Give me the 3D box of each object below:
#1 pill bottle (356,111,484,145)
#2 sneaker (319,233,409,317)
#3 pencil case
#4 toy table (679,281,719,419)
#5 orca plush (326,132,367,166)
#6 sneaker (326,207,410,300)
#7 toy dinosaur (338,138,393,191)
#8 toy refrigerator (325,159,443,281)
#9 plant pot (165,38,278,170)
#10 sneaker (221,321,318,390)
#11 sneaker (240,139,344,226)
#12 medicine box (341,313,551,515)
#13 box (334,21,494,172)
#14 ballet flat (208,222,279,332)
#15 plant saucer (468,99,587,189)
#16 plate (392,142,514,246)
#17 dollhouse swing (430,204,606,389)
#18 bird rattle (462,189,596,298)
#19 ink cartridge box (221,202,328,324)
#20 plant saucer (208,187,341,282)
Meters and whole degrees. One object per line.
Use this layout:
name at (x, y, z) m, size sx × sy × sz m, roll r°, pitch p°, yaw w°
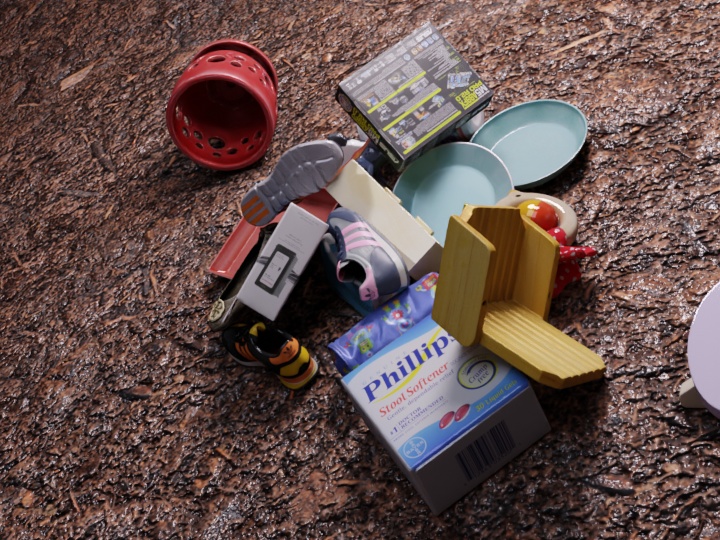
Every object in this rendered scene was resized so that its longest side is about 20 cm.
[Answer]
pill bottle at (0.097, -0.260, 1.850) m, size 0.198 × 0.112 × 0.112 m, roll -8°, pitch 44°, yaw 25°
sneaker at (0.000, 0.000, 1.673) m, size 0.080 × 0.077 × 0.200 m, roll -24°, pitch 39°, yaw -18°
pencil case at (0.053, 0.085, 1.538) m, size 0.199 × 0.078 × 0.087 m, roll -35°, pitch 50°, yaw -7°
toy table at (0.444, 0.112, 1.242) m, size 0.182 × 0.118 × 0.201 m, roll 8°, pitch 52°, yaw 36°
orca plush at (-0.043, -0.175, 1.886) m, size 0.199 × 0.106 × 0.071 m, roll -32°, pitch 7°, yaw 24°
sneaker at (-0.012, -0.026, 1.587) m, size 0.081 × 0.071 × 0.200 m, roll -26°, pitch 38°, yaw -19°
toy dinosaur at (0.023, -0.183, 1.793) m, size 0.179 × 0.105 × 0.203 m, roll -13°, pitch 71°, yaw 15°
toy refrigerator at (0.043, -0.075, 1.650) m, size 0.070 × 0.076 × 0.200 m, roll -46°, pitch 61°, yaw 5°
plant pot at (-0.250, -0.314, 2.057) m, size 0.198 × 0.202 × 0.183 m, roll -17°, pitch 33°, yaw 14°
sneaker at (-0.145, 0.101, 1.629) m, size 0.199 × 0.090 × 0.070 m, roll 23°, pitch 61°, yaw 44°
sneaker at (-0.096, -0.150, 1.727) m, size 0.199 × 0.078 × 0.112 m, roll -30°, pitch 6°, yaw 26°
medicine box at (0.104, 0.169, 1.397) m, size 0.181 × 0.103 × 0.200 m, roll -35°, pitch 40°, yaw -7°
box at (0.084, -0.272, 1.720) m, size 0.199 × 0.044 × 0.161 m, roll -38°, pitch 80°, yaw -21°
ballet flat at (-0.179, 0.006, 1.720) m, size 0.067 × 0.046 × 0.201 m, roll 17°, pitch 68°, yaw 51°
plant saucer at (0.263, -0.190, 1.736) m, size 0.198 × 0.036 × 0.201 m, roll -17°, pitch 42°, yaw 15°
plate at (0.140, -0.099, 1.682) m, size 0.198 × 0.026 × 0.203 m, roll -8°, pitch 66°, yaw 19°
dollhouse swing at (0.216, 0.027, 1.363) m, size 0.174 × 0.199 × 0.184 m, roll 16°, pitch 101°, yaw 34°
bird rattle at (0.241, -0.059, 1.552) m, size 0.198 × 0.114 × 0.163 m, roll 10°, pitch 41°, yaw 29°
ink cartridge box at (-0.126, 0.006, 1.631) m, size 0.201 × 0.067 × 0.116 m, roll -59°, pitch 3°, yaw -3°
plant saucer at (-0.131, -0.053, 1.798) m, size 0.199 × 0.037 × 0.201 m, roll 15°, pitch 67°, yaw 46°
